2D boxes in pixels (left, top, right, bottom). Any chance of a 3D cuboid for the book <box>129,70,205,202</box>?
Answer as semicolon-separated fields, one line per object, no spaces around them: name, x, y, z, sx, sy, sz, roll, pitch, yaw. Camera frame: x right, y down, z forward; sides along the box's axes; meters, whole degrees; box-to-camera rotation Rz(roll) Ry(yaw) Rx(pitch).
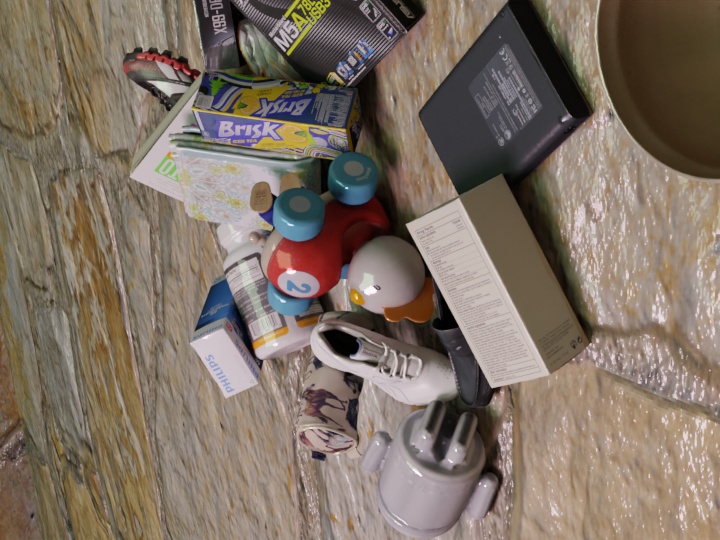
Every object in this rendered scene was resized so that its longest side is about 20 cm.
book;-0.210;-0.171;1.422;0.200;0.133;0.048;-41;33;39

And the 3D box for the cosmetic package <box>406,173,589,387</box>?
cosmetic package;0.142;0.014;1.082;0.103;0.073;0.201;-22;95;57

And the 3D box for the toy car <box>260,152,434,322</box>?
toy car;0.000;0.000;1.255;0.200;0.177;0.185;41;148;22

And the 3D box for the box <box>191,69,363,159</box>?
box;-0.101;-0.190;1.276;0.198;0.065;0.070;10;153;12

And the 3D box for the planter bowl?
planter bowl;0.289;-0.174;0.747;0.200;0.134;0.202;30;127;48

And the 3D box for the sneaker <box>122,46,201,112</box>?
sneaker;-0.251;-0.243;1.455;0.199;0.098;0.071;22;168;4

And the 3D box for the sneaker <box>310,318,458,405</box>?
sneaker;0.028;0.112;1.249;0.087;0.199;0.075;61;-133;-81

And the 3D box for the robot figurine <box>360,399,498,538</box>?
robot figurine;0.084;0.249;1.270;0.169;0.113;0.201;23;131;9

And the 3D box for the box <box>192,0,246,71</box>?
box;-0.188;-0.351;1.390;0.200;0.049;0.159;-99;2;-76

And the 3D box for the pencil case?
pencil case;-0.028;0.142;1.335;0.077;0.089;0.201;-22;40;33

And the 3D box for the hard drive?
hard drive;0.141;-0.162;1.074;0.140;0.033;0.200;64;146;14

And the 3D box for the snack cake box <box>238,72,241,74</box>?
snack cake box;-0.189;-0.175;1.543;0.115;0.067;0.201;-37;72;57

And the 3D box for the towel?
towel;-0.150;-0.120;1.385;0.172;0.198;0.048;91;-172;-60

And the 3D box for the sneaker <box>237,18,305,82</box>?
sneaker;-0.080;-0.244;1.343;0.201;0.091;0.076;63;-165;-19

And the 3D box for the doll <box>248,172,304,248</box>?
doll;-0.086;-0.057;1.373;0.200;0.135;0.049;56;-159;-61

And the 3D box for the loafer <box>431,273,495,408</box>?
loafer;0.113;0.064;1.183;0.068;0.070;0.202;13;115;54

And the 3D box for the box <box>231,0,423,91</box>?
box;-0.046;-0.312;1.215;0.193;0.048;0.200;46;147;-8

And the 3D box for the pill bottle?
pill bottle;-0.130;0.018;1.494;0.116;0.116;0.201;-35;74;56

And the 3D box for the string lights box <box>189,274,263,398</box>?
string lights box;-0.187;0.087;1.535;0.103;0.059;0.200;61;-166;-22
